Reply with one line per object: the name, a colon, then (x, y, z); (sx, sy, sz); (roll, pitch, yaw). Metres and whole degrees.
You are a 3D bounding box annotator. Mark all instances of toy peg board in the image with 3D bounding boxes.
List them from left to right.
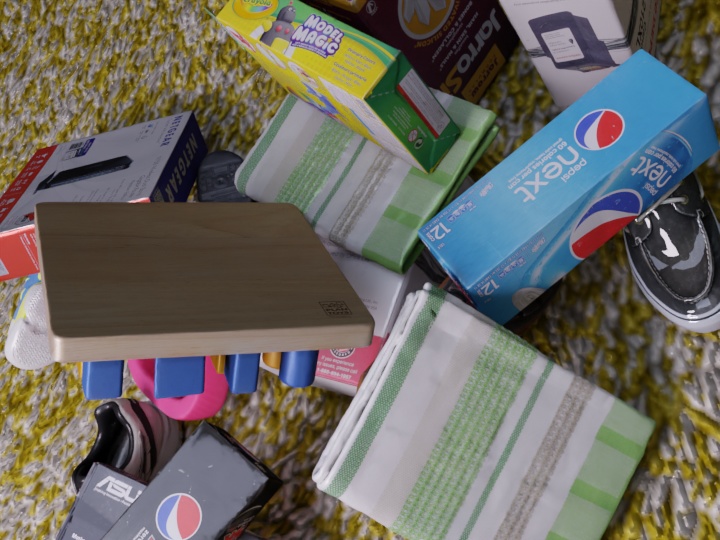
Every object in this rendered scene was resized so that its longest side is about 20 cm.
toy peg board: (-0.120, 0.034, 0.696); (0.199, 0.200, 0.098); (-126, 39, -56)

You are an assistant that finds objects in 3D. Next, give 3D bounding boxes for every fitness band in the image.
fitness band: (-0.165, 0.051, 0.880); (0.200, 0.037, 0.144); (24, 108, 56)

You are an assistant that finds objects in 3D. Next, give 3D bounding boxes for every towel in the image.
towel: (0.000, -0.092, 0.807); (0.200, 0.031, 0.149); (29, 85, 36)
towel: (0.085, 0.119, 0.657); (0.149, 0.200, 0.031); (-61, 15, -5)

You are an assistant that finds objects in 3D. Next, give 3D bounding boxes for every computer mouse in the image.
computer mouse: (-0.121, -0.029, 0.953); (0.059, 0.034, 0.200); (-11, 65, 1)

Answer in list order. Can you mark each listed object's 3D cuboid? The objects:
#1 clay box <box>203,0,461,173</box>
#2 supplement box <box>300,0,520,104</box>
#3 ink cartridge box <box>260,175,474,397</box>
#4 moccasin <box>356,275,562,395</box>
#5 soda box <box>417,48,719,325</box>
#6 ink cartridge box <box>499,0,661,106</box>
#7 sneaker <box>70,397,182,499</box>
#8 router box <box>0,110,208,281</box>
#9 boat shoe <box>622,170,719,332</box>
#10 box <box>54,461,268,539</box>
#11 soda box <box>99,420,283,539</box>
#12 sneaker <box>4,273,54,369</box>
clay box: (-0.026, -0.156, 0.762); (0.200, 0.115, 0.048); (37, 88, 36)
supplement box: (0.041, -0.218, 0.832); (0.086, 0.200, 0.110); (31, 86, 37)
ink cartridge box: (0.000, 0.000, 0.826); (0.146, 0.085, 0.200); (10, 74, 35)
moccasin: (0.077, 0.052, 0.743); (0.074, 0.078, 0.201); (38, 65, 12)
soda box: (0.143, -0.055, 0.680); (0.200, 0.064, 0.068); (-40, 50, 2)
ink cartridge box: (0.171, -0.240, 0.765); (0.084, 0.200, 0.145); (1, 68, 29)
sneaker: (-0.222, 0.207, 0.860); (0.076, 0.088, 0.200); (-3, 67, 28)
router box: (-0.255, -0.076, 0.960); (0.179, 0.049, 0.200); (-13, 30, 10)
boat shoe: (0.215, -0.049, 0.725); (0.072, 0.071, 0.200); (-26, 56, 18)
box: (-0.152, 0.263, 0.770); (0.200, 0.049, 0.161); (23, 77, 13)
soda box: (-0.149, 0.210, 0.727); (0.071, 0.063, 0.200); (39, 82, 14)
sneaker: (-0.311, 0.010, 1.025); (0.105, 0.076, 0.200); (9, 60, 45)
